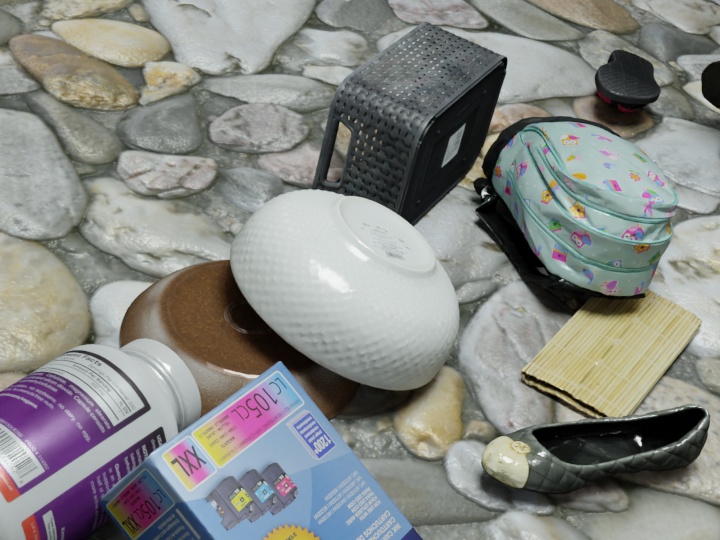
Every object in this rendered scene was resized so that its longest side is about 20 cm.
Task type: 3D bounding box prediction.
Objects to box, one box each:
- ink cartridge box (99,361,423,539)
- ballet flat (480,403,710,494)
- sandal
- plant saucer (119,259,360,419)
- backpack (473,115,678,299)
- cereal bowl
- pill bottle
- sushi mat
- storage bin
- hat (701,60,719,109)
[{"bbox_3d":[-0.046,0.178,0.871,0.200,0.076,0.136,52,44,3],"label":"ink cartridge box"},{"bbox_3d":[0.183,0.132,1.065,0.200,0.057,0.066,-5,40,-25],"label":"ballet flat"},{"bbox_3d":[0.308,-0.213,1.582,0.075,0.045,0.200,26,23,5],"label":"sandal"},{"bbox_3d":[-0.091,0.049,1.096,0.200,0.037,0.200,10,36,-7],"label":"plant saucer"},{"bbox_3d":[0.208,-0.062,1.264,0.167,0.127,0.200,3,33,-13],"label":"backpack"},{"bbox_3d":[0.000,0.000,1.101,0.200,0.083,0.200,29,24,-14],"label":"cereal bowl"},{"bbox_3d":[-0.199,0.122,0.897,0.112,0.112,0.200,32,39,21],"label":"pill bottle"},{"bbox_3d":[0.226,0.067,1.202,0.096,0.012,0.200,29,38,20],"label":"sushi mat"},{"bbox_3d":[0.050,-0.137,1.302,0.094,0.135,0.200,27,38,17],"label":"storage bin"},{"bbox_3d":[0.455,-0.148,1.499,0.201,0.081,0.201,27,-7,4],"label":"hat"}]
